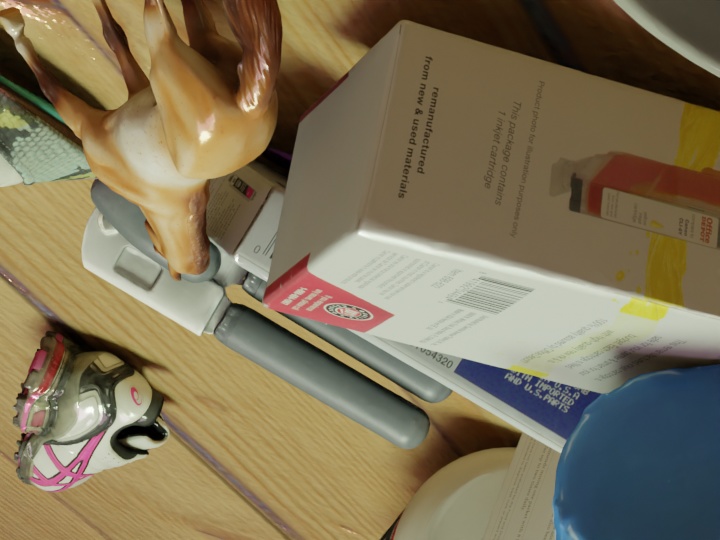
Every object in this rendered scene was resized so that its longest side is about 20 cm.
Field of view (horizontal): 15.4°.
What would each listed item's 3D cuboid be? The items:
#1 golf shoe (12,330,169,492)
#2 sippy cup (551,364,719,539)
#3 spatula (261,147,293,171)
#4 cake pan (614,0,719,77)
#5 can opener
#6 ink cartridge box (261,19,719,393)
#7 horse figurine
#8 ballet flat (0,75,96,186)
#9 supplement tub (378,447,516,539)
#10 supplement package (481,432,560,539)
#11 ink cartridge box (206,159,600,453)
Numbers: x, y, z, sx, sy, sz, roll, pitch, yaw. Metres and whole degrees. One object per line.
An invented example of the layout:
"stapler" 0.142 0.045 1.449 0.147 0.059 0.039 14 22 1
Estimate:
"golf shoe" -0.169 0.104 1.679 0.092 0.073 0.200 20 162 1
"sippy cup" 0.130 0.105 1.004 0.140 0.178 0.130 34 164 29
"spatula" 0.013 -0.049 1.122 0.056 0.021 0.200 30 160 -25
"cake pan" 0.158 -0.098 0.793 0.200 0.037 0.200 19 162 7
"can opener" -0.049 0.021 1.285 0.200 0.053 0.066 31 -175 0
"ink cartridge box" 0.080 -0.012 1.001 0.200 0.084 0.145 15 164 -13
"horse figurine" -0.074 -0.073 1.019 0.133 0.050 0.200 60 149 2
"ballet flat" -0.193 -0.078 1.192 0.069 0.071 0.200 25 169 43
"supplement tub" 0.074 0.188 1.531 0.140 0.141 0.200 22 162 -1
"supplement package" 0.173 0.137 1.304 0.120 0.121 0.200 35 158 -33
"ink cartridge box" 0.000 0.000 1.203 0.196 0.043 0.200 30 -176 -25
